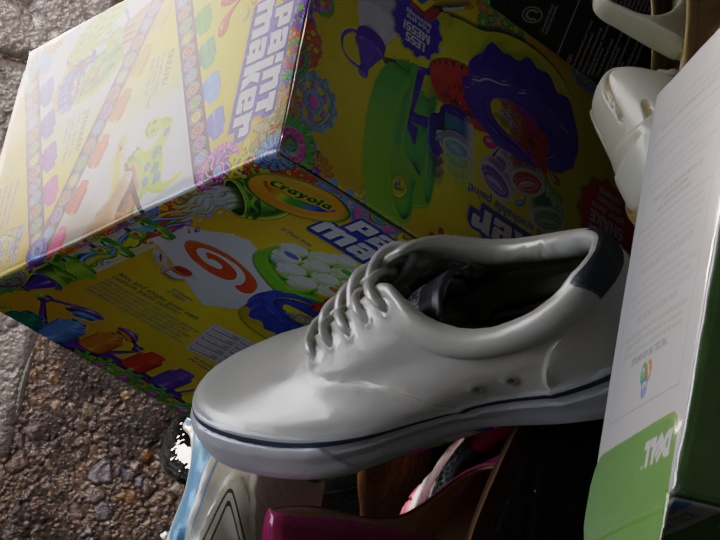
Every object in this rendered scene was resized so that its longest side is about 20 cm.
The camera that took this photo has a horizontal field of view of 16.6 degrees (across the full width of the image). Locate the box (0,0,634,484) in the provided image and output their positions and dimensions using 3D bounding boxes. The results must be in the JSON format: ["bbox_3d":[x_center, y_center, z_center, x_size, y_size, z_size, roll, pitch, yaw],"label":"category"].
[{"bbox_3d":[-0.015,-0.023,1.002,0.192,0.200,0.122,-20,49,42],"label":"box"}]

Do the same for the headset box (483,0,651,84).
[{"bbox_3d":[0.045,-0.155,1.063,0.093,0.199,0.174,-84,9,-46],"label":"headset box"}]

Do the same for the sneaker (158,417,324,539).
[{"bbox_3d":[-0.062,0.159,1.118,0.072,0.072,0.201,6,85,42],"label":"sneaker"}]

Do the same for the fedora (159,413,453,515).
[{"bbox_3d":[-0.005,0.102,1.273,0.201,0.200,0.092,-97,-9,-73],"label":"fedora"}]

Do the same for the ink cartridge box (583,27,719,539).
[{"bbox_3d":[0.111,0.032,0.718,0.104,0.059,0.201,126,156,-75],"label":"ink cartridge box"}]

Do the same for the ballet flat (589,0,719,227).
[{"bbox_3d":[0.113,-0.075,0.908,0.069,0.063,0.200,114,167,-60],"label":"ballet flat"}]

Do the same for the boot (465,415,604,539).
[{"bbox_3d":[0.056,0.146,0.900,0.097,0.075,0.201,127,154,-67],"label":"boot"}]

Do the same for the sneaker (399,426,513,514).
[{"bbox_3d":[0.038,0.147,1.028,0.075,0.080,0.200,114,168,-51],"label":"sneaker"}]

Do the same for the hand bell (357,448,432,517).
[{"bbox_3d":[0.005,0.137,1.143,0.104,0.104,0.200,-89,9,-63],"label":"hand bell"}]

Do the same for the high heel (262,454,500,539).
[{"bbox_3d":[0.027,0.090,0.942,0.200,0.067,0.096,-35,-60,-43],"label":"high heel"}]

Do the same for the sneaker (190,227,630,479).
[{"bbox_3d":[0.018,0.022,0.895,0.071,0.200,0.073,58,-148,-31],"label":"sneaker"}]
